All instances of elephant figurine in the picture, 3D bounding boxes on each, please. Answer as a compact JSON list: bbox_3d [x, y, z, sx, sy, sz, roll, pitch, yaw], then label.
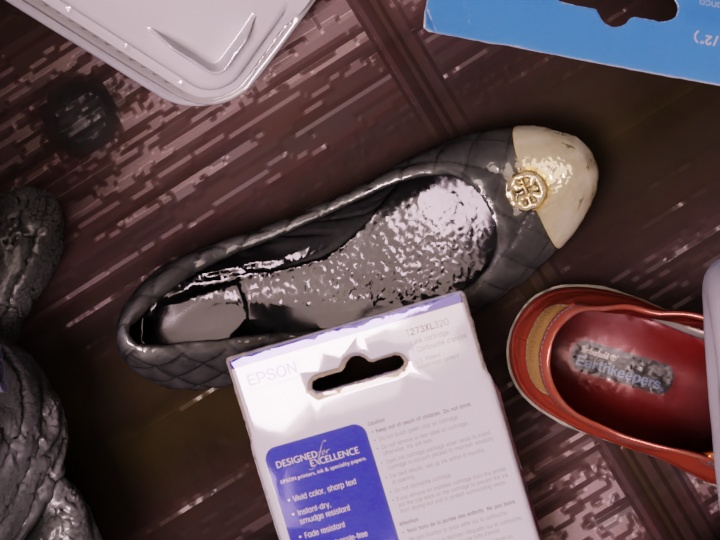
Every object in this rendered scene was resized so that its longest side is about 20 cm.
[{"bbox_3d":[-0.161,0.088,0.758,0.200,0.141,0.155,-42,86,7],"label":"elephant figurine"}]

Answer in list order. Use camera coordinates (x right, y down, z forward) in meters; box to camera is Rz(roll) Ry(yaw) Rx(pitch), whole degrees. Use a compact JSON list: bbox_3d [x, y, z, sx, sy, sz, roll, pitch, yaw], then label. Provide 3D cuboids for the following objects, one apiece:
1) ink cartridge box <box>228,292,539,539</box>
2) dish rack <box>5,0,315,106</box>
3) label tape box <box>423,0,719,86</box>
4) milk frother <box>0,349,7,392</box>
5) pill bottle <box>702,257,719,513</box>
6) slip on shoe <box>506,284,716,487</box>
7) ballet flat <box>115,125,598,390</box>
[{"bbox_3d":[0.023,0.114,0.787,0.094,0.037,0.202,-16,99,6],"label":"ink cartridge box"},{"bbox_3d":[-0.079,-0.161,0.747,0.199,0.044,0.172,31,104,-26],"label":"dish rack"},{"bbox_3d":[0.107,-0.172,0.701,0.142,0.066,0.202,9,85,-10],"label":"label tape box"},{"bbox_3d":[-0.205,0.051,0.636,0.187,0.180,0.202,-18,89,-6],"label":"milk frother"},{"bbox_3d":[0.211,0.043,0.643,0.198,0.116,0.117,-5,92,7],"label":"pill bottle"},{"bbox_3d":[0.152,0.053,0.777,0.198,0.061,0.075,17,92,2],"label":"slip on shoe"},{"bbox_3d":[0.000,0.000,0.790,0.199,0.057,0.067,-23,89,6],"label":"ballet flat"}]
